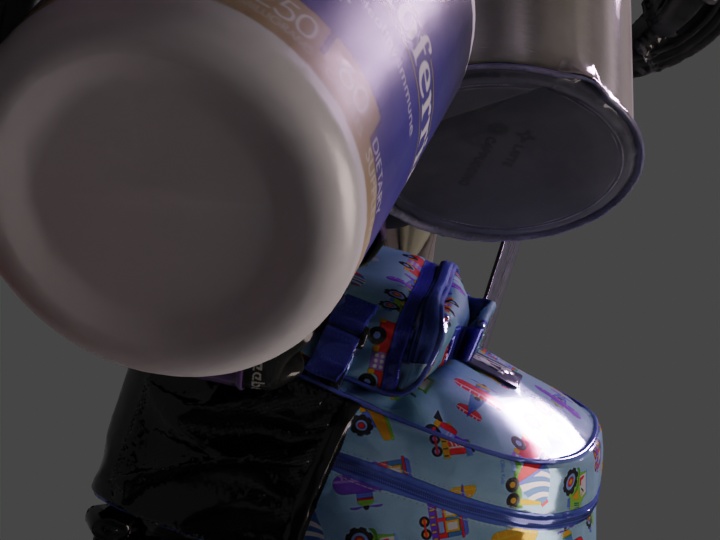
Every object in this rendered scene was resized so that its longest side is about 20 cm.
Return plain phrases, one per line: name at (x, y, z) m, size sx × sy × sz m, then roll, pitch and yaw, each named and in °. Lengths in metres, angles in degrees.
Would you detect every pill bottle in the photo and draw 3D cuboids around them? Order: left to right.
pill bottle at (-0.030, -0.065, 0.790) m, size 0.200 × 0.115 × 0.116 m, roll -62°, pitch 168°, yaw -57°

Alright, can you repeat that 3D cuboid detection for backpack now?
backpack at (0.011, 0.067, 1.082) m, size 0.183 × 0.199 × 0.135 m, roll -36°, pitch 144°, yaw -76°

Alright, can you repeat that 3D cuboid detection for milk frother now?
milk frother at (0.086, -0.097, 1.116) m, size 0.181 × 0.199 × 0.189 m, roll 122°, pitch -24°, yaw -54°

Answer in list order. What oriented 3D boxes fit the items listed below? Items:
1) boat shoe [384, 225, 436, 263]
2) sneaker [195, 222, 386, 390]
boat shoe at (0.000, 0.000, 1.290) m, size 0.075 × 0.073 × 0.201 m, roll -96°, pitch -176°, yaw -57°
sneaker at (-0.025, -0.038, 0.991) m, size 0.076 × 0.087 × 0.201 m, roll 96°, pitch 14°, yaw -57°
